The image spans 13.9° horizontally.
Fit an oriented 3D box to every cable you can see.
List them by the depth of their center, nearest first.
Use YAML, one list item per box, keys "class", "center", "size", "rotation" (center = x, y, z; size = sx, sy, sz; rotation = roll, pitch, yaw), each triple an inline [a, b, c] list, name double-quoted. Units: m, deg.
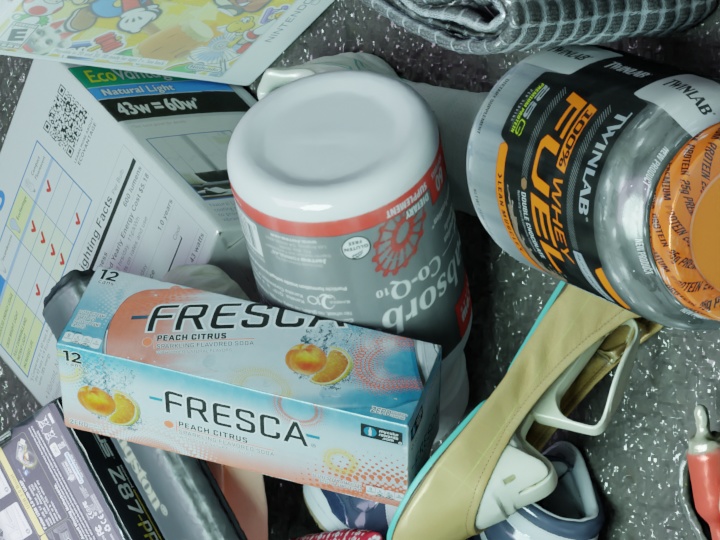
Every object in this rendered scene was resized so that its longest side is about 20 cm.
- class: "cable"
  center: [0.193, 0.165, 1.519]
  size: [0.097, 0.050, 0.201]
  rotation: [10, 100, 47]

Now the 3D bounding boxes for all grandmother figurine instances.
- class: "grandmother figurine"
  center: [-0.082, 0.089, 1.672]
  size: [0.121, 0.061, 0.201]
  rotation: [4, 116, 18]

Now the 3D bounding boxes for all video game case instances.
- class: "video game case"
  center: [-0.096, -0.171, 1.689]
  size: [0.182, 0.199, 0.023]
  rotation: [-41, 56, 41]

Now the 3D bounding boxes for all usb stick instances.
- class: "usb stick"
  center: [-0.119, 0.092, 1.649]
  size: [0.055, 0.033, 0.201]
  rotation: [-40, 76, 49]

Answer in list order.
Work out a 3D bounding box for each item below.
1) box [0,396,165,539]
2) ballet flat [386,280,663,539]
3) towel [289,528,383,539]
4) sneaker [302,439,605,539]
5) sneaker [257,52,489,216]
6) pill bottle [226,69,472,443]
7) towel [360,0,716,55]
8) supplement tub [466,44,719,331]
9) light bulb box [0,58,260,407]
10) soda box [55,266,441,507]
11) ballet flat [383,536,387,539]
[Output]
- class: "box"
  center: [-0.175, 0.194, 1.705]
  size: [0.161, 0.049, 0.201]
  rotation: [-34, 81, 24]
- class: "ballet flat"
  center: [0.091, 0.080, 1.550]
  size: [0.063, 0.069, 0.200]
  rotation: [31, 78, 21]
- class: "towel"
  center: [-0.029, 0.215, 1.631]
  size: [0.200, 0.022, 0.145]
  rotation: [155, 129, -75]
- class: "sneaker"
  center: [0.055, 0.127, 1.648]
  size: [0.200, 0.070, 0.109]
  rotation: [32, 121, 33]
- class: "sneaker"
  center: [0.021, -0.075, 1.662]
  size: [0.200, 0.080, 0.071]
  rotation: [20, 107, 43]
- class: "pill bottle"
  center: [0.000, 0.000, 1.615]
  size: [0.116, 0.116, 0.201]
  rotation: [34, 149, 40]
- class: "towel"
  center: [0.067, -0.170, 1.542]
  size: [0.200, 0.165, 0.086]
  rotation: [25, 116, 43]
- class: "supplement tub"
  center: [0.145, -0.041, 1.462]
  size: [0.200, 0.122, 0.123]
  rotation: [-155, 67, -63]
- class: "light bulb box"
  center: [-0.125, -0.008, 1.791]
  size: [0.200, 0.124, 0.199]
  rotation: [46, 125, 35]
- class: "soda box"
  center: [-0.059, 0.061, 1.569]
  size: [0.199, 0.064, 0.069]
  rotation: [13, 136, 12]
- class: "ballet flat"
  center: [0.091, 0.202, 1.572]
  size: [0.199, 0.046, 0.068]
  rotation: [32, 116, 5]
